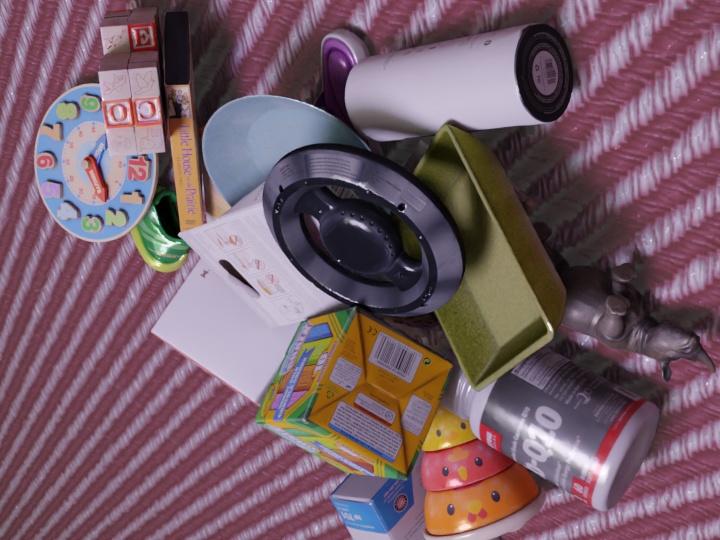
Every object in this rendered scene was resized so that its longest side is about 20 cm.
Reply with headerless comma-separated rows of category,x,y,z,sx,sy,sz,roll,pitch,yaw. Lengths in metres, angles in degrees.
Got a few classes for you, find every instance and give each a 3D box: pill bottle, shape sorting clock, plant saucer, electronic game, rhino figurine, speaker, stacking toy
pill bottle,0.179,0.138,1.016,0.199,0.114,0.115,27,139,28
shape sorting clock,-0.342,-0.137,1.320,0.198,0.039,0.202,3,97,22
plant saucer,-0.058,-0.102,1.016,0.199,0.039,0.202,16,142,13
plant saucer,0.109,-0.010,0.928,0.201,0.048,0.200,65,160,13
electronic game,0.001,-0.032,0.929,0.198,0.042,0.201,20,142,16
rhino figurine,0.226,0.036,0.919,0.199,0.060,0.088,31,157,23
speaker,0.079,-0.158,0.889,0.199,0.081,0.082,1,122,46
stacking toy,0.109,0.195,1.157,0.146,0.145,0.202,-22,89,53

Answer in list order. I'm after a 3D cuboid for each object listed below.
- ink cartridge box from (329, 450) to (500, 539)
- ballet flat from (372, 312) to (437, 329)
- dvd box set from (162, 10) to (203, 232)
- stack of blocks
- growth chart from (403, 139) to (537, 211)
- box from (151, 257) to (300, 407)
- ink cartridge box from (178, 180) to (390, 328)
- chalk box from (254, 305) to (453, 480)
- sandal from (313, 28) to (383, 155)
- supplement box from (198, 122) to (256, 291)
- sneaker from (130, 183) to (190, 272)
ink cartridge box,0.073,0.309,1.256,0.085,0.146,0.201,-6,117,48
ballet flat,0.000,0.000,1.120,0.200,0.071,0.069,51,167,-1
dvd box set,-0.196,-0.164,1.150,0.201,0.029,0.147,93,170,-45
stack of blocks,-0.240,-0.206,1.096,0.200,0.058,0.116,-112,17,-65
growth chart,0.085,-0.056,1.028,0.145,0.018,0.200,46,144,5
box,-0.141,0.087,1.241,0.152,0.107,0.200,33,171,11
ink cartridge box,-0.065,-0.020,1.050,0.199,0.050,0.161,-13,129,42
chalk box,-0.018,0.127,1.048,0.124,0.125,0.200,30,161,-15
sandal,-0.021,-0.139,1.031,0.082,0.050,0.204,25,134,42
supplement box,-0.111,-0.071,1.177,0.125,0.073,0.201,29,138,27
sneaker,-0.284,-0.096,1.363,0.083,0.074,0.201,-37,88,27
